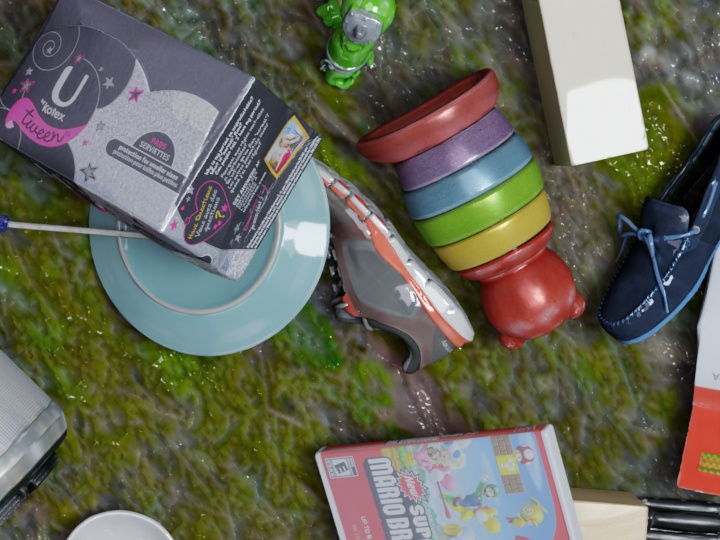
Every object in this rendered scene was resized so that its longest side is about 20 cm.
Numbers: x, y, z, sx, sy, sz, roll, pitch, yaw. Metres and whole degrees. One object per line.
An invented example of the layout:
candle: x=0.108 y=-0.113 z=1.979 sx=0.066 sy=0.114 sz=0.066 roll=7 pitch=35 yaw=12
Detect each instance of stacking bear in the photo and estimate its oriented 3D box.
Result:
stacking bear: x=0.099 y=-0.039 z=1.425 sx=0.121 sy=0.114 sz=0.201 roll=-30 pitch=99 yaw=-2

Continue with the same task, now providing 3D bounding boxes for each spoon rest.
spoon rest: x=-0.195 y=0.288 z=1.440 sx=0.099 sy=0.061 sz=0.201 roll=8 pitch=93 yaw=-5

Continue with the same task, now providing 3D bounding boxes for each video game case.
video game case: x=0.071 y=0.194 z=1.415 sx=0.199 sy=0.017 sz=0.144 roll=-9 pitch=105 yaw=28

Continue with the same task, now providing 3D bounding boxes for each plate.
plate: x=-0.121 y=-0.035 z=1.412 sx=0.199 sy=0.026 sz=0.201 roll=0 pitch=89 yaw=17

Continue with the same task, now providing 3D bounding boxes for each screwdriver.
screwdriver: x=-0.255 y=-0.036 z=1.414 sx=0.199 sy=0.029 sz=0.028 roll=3 pitch=68 yaw=11

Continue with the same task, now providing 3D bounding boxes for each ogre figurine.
ogre figurine: x=0.024 y=-0.240 z=1.398 sx=0.098 sy=0.120 sz=0.200 roll=43 pitch=89 yaw=-5

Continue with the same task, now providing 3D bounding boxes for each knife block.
knife block: x=0.191 y=0.201 z=1.463 sx=0.175 sy=0.064 sz=0.200 roll=-40 pitch=95 yaw=-2

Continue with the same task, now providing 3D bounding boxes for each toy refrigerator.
toy refrigerator: x=0.171 y=-0.186 z=1.434 sx=0.070 sy=0.076 sz=0.201 roll=-13 pitch=93 yaw=-3

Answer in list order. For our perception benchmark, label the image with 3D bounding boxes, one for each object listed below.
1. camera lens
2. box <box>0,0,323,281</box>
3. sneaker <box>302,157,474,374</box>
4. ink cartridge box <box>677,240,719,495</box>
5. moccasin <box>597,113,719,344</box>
camera lens: x=-0.331 y=0.110 z=1.369 sx=0.200 sy=0.160 sz=0.160 roll=45 pitch=89 yaw=-5
box: x=-0.155 y=-0.101 z=1.344 sx=0.200 sy=0.115 sz=0.133 roll=29 pitch=86 yaw=33
sneaker: x=0.000 y=0.000 z=1.434 sx=0.082 sy=0.077 sz=0.200 roll=-41 pitch=94 yaw=6
ink cartridge box: x=0.337 y=0.081 z=1.425 sx=0.161 sy=0.050 sz=0.201 roll=9 pitch=74 yaw=19
moccasin: x=0.242 y=-0.038 z=1.446 sx=0.068 sy=0.080 sz=0.200 roll=42 pitch=76 yaw=-36
